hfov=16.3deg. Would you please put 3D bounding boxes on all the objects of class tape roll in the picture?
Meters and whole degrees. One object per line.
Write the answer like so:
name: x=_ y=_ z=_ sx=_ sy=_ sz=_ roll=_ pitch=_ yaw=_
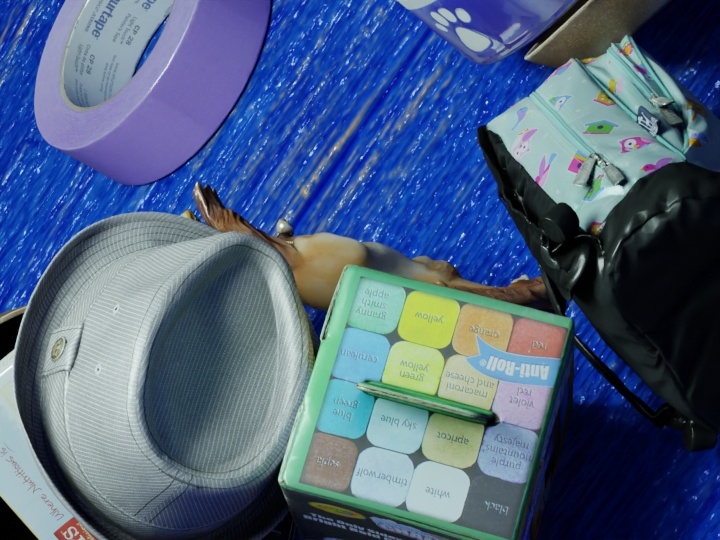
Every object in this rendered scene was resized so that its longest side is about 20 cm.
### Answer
tape roll: x=-0.155 y=-0.166 z=1.854 sx=0.200 sy=0.066 sz=0.201 roll=-31 pitch=45 yaw=37

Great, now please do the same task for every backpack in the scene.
backpack: x=0.146 y=-0.028 z=1.299 sx=0.126 sy=0.167 sz=0.200 roll=-31 pitch=36 yaw=0

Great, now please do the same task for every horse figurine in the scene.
horse figurine: x=0.000 y=0.000 z=1.437 sx=0.132 sy=0.199 sz=0.050 roll=24 pitch=99 yaw=65

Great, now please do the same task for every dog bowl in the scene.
dog bowl: x=0.103 y=-0.221 z=1.488 sx=0.200 sy=0.079 sz=0.200 roll=-46 pitch=15 yaw=17

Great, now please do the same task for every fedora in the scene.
fedora: x=-0.083 y=0.049 z=1.295 sx=0.090 sy=0.176 sz=0.201 roll=-35 pitch=28 yaw=56

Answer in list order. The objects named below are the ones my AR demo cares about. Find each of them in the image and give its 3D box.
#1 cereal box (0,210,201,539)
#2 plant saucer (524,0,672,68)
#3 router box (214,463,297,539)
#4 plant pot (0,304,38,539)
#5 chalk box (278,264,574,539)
cereal box: x=-0.136 y=0.080 z=1.536 sx=0.200 sy=0.144 sz=0.040 roll=-38 pitch=16 yaw=3
plant saucer: x=0.172 y=-0.176 z=1.390 sx=0.200 sy=0.034 sz=0.200 roll=-44 pitch=2 yaw=2
router box: x=-0.078 y=0.176 z=1.422 sx=0.200 sy=0.062 sz=0.150 roll=110 pitch=170 yaw=-63
plant pot: x=-0.214 y=0.104 z=1.660 sx=0.188 sy=0.186 sz=0.200 roll=-64 pitch=20 yaw=-5
chalk box: x=0.037 y=0.080 z=1.283 sx=0.200 sy=0.124 sz=0.124 roll=82 pitch=-156 yaw=-71
